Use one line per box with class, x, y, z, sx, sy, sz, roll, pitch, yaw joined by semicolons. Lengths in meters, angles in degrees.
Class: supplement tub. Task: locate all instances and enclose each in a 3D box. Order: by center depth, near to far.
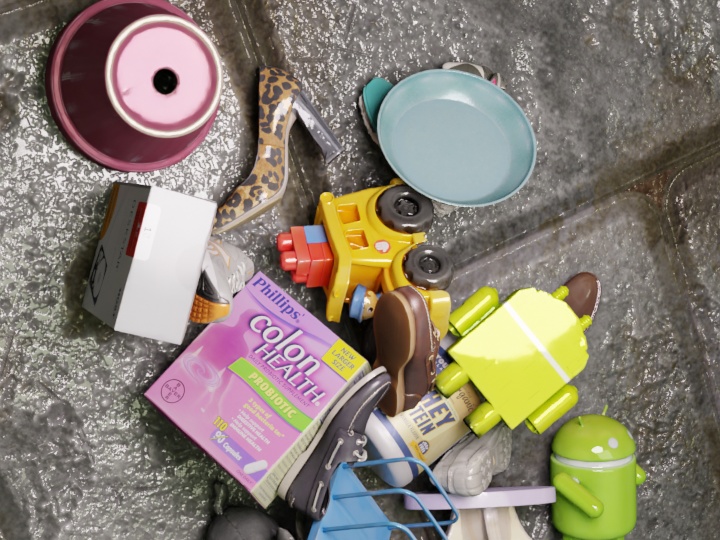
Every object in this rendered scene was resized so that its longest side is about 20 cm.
supplement tub;0.079;0.158;1.503;0.200;0.144;0.145;-37;108;-16

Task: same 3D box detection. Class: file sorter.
file sorter;0.025;0.334;1.387;0.139;0.122;0.201;58;35;-33

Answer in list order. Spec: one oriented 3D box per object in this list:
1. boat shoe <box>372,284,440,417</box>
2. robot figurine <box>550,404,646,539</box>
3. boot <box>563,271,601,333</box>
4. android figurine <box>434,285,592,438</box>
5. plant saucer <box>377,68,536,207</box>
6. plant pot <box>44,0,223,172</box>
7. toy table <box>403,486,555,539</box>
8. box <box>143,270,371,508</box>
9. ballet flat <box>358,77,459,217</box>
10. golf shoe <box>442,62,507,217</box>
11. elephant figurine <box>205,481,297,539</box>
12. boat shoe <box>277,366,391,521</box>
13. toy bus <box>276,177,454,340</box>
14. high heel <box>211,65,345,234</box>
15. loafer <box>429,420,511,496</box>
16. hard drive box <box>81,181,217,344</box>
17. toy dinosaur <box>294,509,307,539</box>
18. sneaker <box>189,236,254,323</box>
boat shoe;0.055;0.084;1.351;0.070;0.070;0.201;-24;146;-23
robot figurine;0.318;0.288;1.632;0.175;0.115;0.201;-13;104;-52
boot;0.250;0.056;1.543;0.064;0.200;0.187;31;82;20
android figurine;0.187;0.102;1.428;0.200;0.041;0.182;-41;91;-5
plant saucer;0.114;-0.154;1.453;0.199;0.036;0.201;6;60;-10
plant pot;-0.235;-0.208;1.315;0.199;0.179;0.201;-2;95;-23
toy table;0.158;0.343;1.550;0.199;0.184;0.118;-4;82;2
box;-0.115;0.139;1.398;0.176;0.097;0.200;39;76;19
ballet flat;0.058;-0.147;1.497;0.072;0.072;0.200;-29;74;-18
golf shoe;0.120;-0.169;1.540;0.088;0.077;0.201;19;88;0
elephant figurine;-0.110;0.366;1.407;0.155;0.200;0.142;24;91;-21
boat shoe;-0.016;0.199;1.359;0.063;0.073;0.200;40;106;18
toy bus;0.000;0.000;1.425;0.191;0.136;0.201;-6;55;-18
high heel;-0.136;-0.145;1.438;0.200;0.071;0.143;-37;90;-7
loafer;0.147;0.238;1.544;0.200;0.069;0.070;-17;106;-66
hard drive box;-0.236;-0.014;1.321;0.076;0.200;0.157;15;89;-24
toy dinosaur;-0.064;0.283;1.471;0.047;0.201;0.088;-17;135;9
sneaker;-0.158;0.003;1.355;0.091;0.200;0.076;6;111;-21
